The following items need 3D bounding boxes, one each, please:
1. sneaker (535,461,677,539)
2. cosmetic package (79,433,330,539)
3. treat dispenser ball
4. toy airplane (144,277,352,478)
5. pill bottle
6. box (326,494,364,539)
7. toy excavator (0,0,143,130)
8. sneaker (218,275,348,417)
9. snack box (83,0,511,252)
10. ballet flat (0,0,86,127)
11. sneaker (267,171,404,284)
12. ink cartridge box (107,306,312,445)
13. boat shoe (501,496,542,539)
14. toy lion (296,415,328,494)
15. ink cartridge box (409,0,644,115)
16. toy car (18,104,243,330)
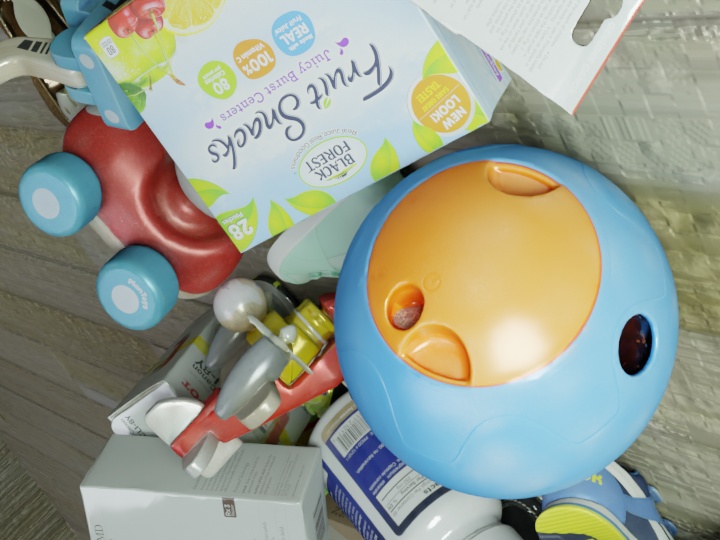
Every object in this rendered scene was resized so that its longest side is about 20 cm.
[{"bbox_3d":[0.201,0.195,0.973,0.073,0.083,0.200,-16,136,28],"label":"sneaker"},{"bbox_3d":[-0.131,0.212,1.111,0.197,0.081,0.114,0,118,11],"label":"cosmetic package"},{"bbox_3d":[0.083,0.029,0.748,0.200,0.201,0.202,36,153,21],"label":"treat dispenser ball"},{"bbox_3d":[-0.090,0.077,1.060,0.198,0.199,0.143,-14,106,40],"label":"toy airplane"},{"bbox_3d":[0.050,0.198,1.105,0.200,0.115,0.117,48,160,34],"label":"pill bottle"},{"bbox_3d":[0.022,0.251,1.305,0.199,0.095,0.078,3,132,54],"label":"box"},{"bbox_3d":[-0.196,-0.153,0.909,0.198,0.196,0.101,13,143,28],"label":"toy excavator"},{"bbox_3d":[-0.055,0.101,1.225,0.200,0.076,0.075,45,154,2],"label":"sneaker"},{"bbox_3d":[-0.038,-0.127,0.769,0.198,0.068,0.170,-24,110,32],"label":"snack box"},{"bbox_3d":[-0.264,-0.186,1.139,0.201,0.067,0.072,58,175,-12],"label":"ballet flat"},{"bbox_3d":[0.000,0.000,0.983,0.119,0.073,0.200,52,153,2],"label":"sneaker"},{"bbox_3d":[-0.131,0.130,1.234,0.083,0.200,0.146,-34,101,27],"label":"ink cartridge box"},{"bbox_3d":[0.131,0.249,1.164,0.074,0.060,0.201,42,155,12],"label":"boat shoe"},{"bbox_3d":[-0.074,0.199,1.317,0.069,0.191,0.200,51,-165,-13],"label":"toy lion"},{"bbox_3d":[0.055,-0.177,0.609,0.199,0.050,0.110,39,118,14],"label":"ink cartridge box"},{"bbox_3d":[-0.124,-0.089,1.003,0.199,0.185,0.178,-34,99,35],"label":"toy car"}]
